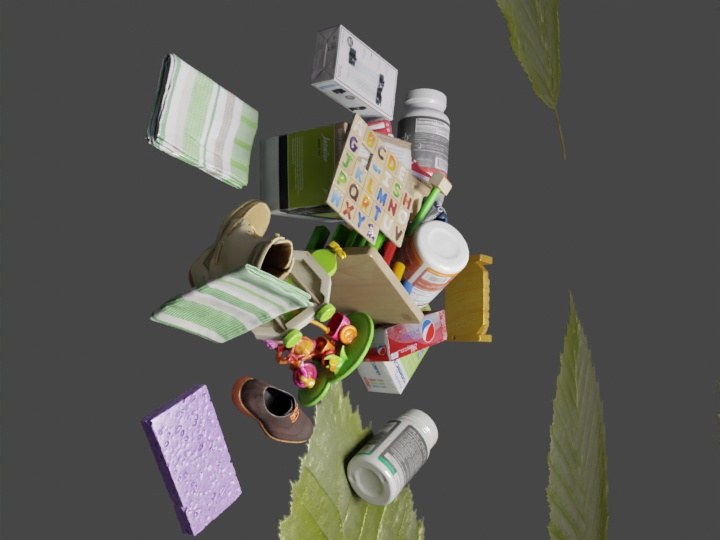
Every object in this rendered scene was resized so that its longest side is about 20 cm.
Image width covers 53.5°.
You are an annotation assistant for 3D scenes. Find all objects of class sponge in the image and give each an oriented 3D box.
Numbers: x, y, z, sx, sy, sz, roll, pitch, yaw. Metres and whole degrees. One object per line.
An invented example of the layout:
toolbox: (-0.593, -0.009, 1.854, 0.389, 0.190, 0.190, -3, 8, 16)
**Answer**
sponge: (-0.252, 0.286, 1.085, 0.111, 0.030, 0.201, -34, 115, -49)

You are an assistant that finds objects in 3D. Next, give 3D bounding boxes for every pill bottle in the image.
pill bottle: (0.071, 0.372, 1.447, 0.200, 0.113, 0.114, -34, 115, -48)
pill bottle: (0.136, -0.284, 1.563, 0.116, 0.115, 0.201, 15, 76, -52)
pill bottle: (0.110, 0.002, 1.356, 0.112, 0.200, 0.113, 14, 54, -20)

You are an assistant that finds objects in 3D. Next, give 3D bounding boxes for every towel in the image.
towel: (-0.239, -0.231, 1.125, 0.200, 0.031, 0.150, 25, 70, -51)
towel: (-0.189, 0.054, 1.044, 0.152, 0.199, 0.024, 30, 46, -48)

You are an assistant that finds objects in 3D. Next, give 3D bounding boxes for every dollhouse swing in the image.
dollhouse swing: (0.302, 0.074, 1.740, 0.175, 0.181, 0.201, 6, 83, -33)

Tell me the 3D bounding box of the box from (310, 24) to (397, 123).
box: (-0.008, -0.384, 1.419, 0.200, 0.060, 0.117, 19, 73, -51)

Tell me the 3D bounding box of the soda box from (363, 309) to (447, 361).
soda box: (0.085, 0.124, 1.374, 0.199, 0.070, 0.064, -11, 94, -50)

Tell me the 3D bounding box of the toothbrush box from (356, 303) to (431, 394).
toothbrush box: (0.067, 0.132, 1.476, 0.200, 0.086, 0.146, -54, 128, -41)

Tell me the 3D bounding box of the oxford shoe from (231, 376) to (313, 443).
oxford shoe: (-0.132, 0.246, 1.212, 0.200, 0.072, 0.072, 44, 54, -44)

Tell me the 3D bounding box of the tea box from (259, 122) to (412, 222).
tea box: (-0.040, -0.163, 1.252, 0.200, 0.196, 0.135, 2, 87, -54)

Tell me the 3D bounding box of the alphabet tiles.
alphabet tiles: (0.025, -0.130, 1.167, 0.200, 0.008, 0.168, 40, 57, -43)

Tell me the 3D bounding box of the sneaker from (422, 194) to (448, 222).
sneaker: (0.167, -0.121, 1.623, 0.077, 0.085, 0.201, 53, 48, -38)

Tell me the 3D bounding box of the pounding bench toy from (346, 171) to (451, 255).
pounding bench toy: (0.077, -0.108, 1.404, 0.124, 0.199, 0.157, 27, 66, -50)

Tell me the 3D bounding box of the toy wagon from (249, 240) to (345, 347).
toy wagon: (-0.108, 0.027, 1.165, 0.200, 0.155, 0.040, -36, 158, -16)

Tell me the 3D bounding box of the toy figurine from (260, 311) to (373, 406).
toy figurine: (-0.106, 0.108, 1.243, 0.184, 0.150, 0.200, 41, 81, -29)

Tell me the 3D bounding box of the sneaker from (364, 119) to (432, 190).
sneaker: (0.071, -0.237, 1.461, 0.199, 0.071, 0.113, 18, 67, -19)

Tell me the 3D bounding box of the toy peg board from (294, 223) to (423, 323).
toy peg board: (0.000, 0.000, 1.295, 0.199, 0.199, 0.098, 51, 50, -38)

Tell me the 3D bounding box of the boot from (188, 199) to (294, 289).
boot: (-0.160, -0.042, 1.117, 0.200, 0.155, 0.073, -57, 131, -38)
